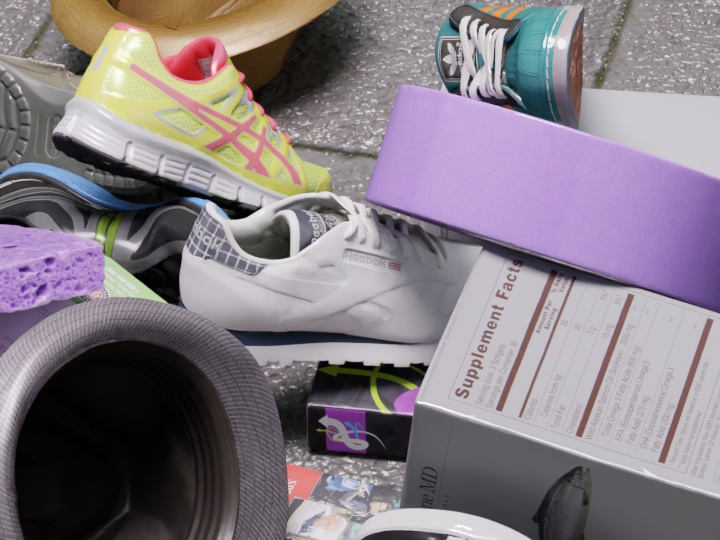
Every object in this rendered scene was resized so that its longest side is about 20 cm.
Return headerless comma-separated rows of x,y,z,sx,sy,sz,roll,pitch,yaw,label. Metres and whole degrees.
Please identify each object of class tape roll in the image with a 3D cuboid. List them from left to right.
0.106,-0.036,1.504,0.199,0.066,0.200,17,1,0,tape roll

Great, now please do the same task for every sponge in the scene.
-0.241,0.012,1.498,0.199,0.030,0.111,-14,15,-37,sponge

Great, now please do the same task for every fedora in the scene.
-0.134,0.104,1.397,0.090,0.178,0.199,-7,4,41,fedora
-0.092,-0.164,1.809,0.199,0.082,0.201,-5,42,4,fedora

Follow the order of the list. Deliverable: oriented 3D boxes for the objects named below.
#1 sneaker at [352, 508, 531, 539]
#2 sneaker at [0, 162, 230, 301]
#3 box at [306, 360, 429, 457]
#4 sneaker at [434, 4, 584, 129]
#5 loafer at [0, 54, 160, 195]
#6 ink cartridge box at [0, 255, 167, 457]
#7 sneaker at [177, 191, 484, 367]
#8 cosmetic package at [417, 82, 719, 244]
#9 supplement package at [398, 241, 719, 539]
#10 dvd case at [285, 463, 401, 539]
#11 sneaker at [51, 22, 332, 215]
0.072,0.190,1.335,0.199,0.073,0.112,24,43,8,sneaker
-0.139,-0.004,1.625,0.199,0.071,0.083,14,44,29,sneaker
0.080,0.047,1.571,0.199,0.036,0.143,6,39,7,box
0.080,-0.109,1.573,0.079,0.072,0.200,3,2,1,sneaker
-0.184,-0.085,1.737,0.199,0.076,0.070,18,11,25,loafer
-0.175,0.084,1.511,0.199,0.068,0.117,-29,47,-30,ink cartridge box
0.000,0.000,1.526,0.199,0.081,0.076,-5,29,-27,sneaker
0.137,-0.049,1.661,0.199,0.074,0.102,6,38,7,cosmetic package
0.130,0.090,1.418,0.199,0.117,0.118,17,49,9,supplement package
-0.010,0.161,1.443,0.199,0.022,0.146,11,41,18,dvd case
-0.080,-0.083,1.637,0.078,0.091,0.200,12,-6,41,sneaker
